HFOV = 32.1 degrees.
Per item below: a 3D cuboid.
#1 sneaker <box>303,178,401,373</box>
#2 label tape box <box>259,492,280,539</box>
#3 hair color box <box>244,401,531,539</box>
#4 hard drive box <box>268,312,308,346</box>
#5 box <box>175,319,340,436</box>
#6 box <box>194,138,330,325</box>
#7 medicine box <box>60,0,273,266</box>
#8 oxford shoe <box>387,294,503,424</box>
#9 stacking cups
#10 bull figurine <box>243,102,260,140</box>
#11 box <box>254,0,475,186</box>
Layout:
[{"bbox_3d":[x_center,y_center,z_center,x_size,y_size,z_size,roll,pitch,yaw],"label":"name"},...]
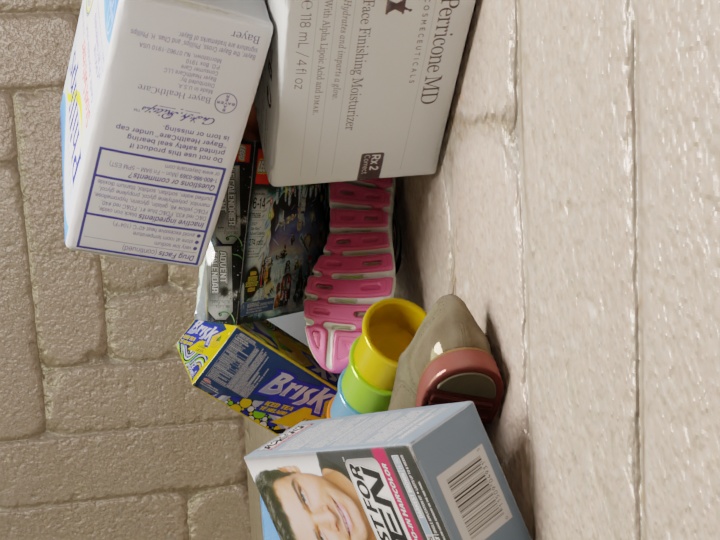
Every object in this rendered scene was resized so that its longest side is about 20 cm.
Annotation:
[{"bbox_3d":[0.000,0.000,1.042,0.088,0.072,0.203,75,-161,-60],"label":"sneaker"},{"bbox_3d":[-0.018,0.250,1.242,0.199,0.062,0.147,-4,-91,-60],"label":"label tape box"},{"bbox_3d":[0.012,0.148,0.813,0.199,0.060,0.100,-16,99,55],"label":"hair color box"},{"bbox_3d":[-0.061,0.034,1.220,0.156,0.076,0.203,126,160,-80],"label":"hard drive box"},{"bbox_3d":[-0.058,0.101,1.065,0.064,0.199,0.070,-49,32,7],"label":"box"},{"bbox_3d":[-0.070,-0.034,1.015,0.200,0.039,0.140,-10,-73,-71],"label":"box"},{"bbox_3d":[-0.146,-0.140,0.887,0.183,0.101,0.202,-108,33,-50],"label":"medicine box"},{"bbox_3d":[0.050,0.098,0.865,0.201,0.069,0.076,112,156,-47],"label":"oxford shoe"},{"bbox_3d":[0.002,0.100,0.975,0.201,0.059,0.061,116,149,-51],"label":"stacking cups"},{"bbox_3d":[-0.094,-0.132,1.063,0.123,0.064,0.202,76,-151,-43],"label":"bull figurine"},{"bbox_3d":[-0.011,-0.201,0.883,0.200,0.128,0.203,100,162,-55],"label":"box"}]
